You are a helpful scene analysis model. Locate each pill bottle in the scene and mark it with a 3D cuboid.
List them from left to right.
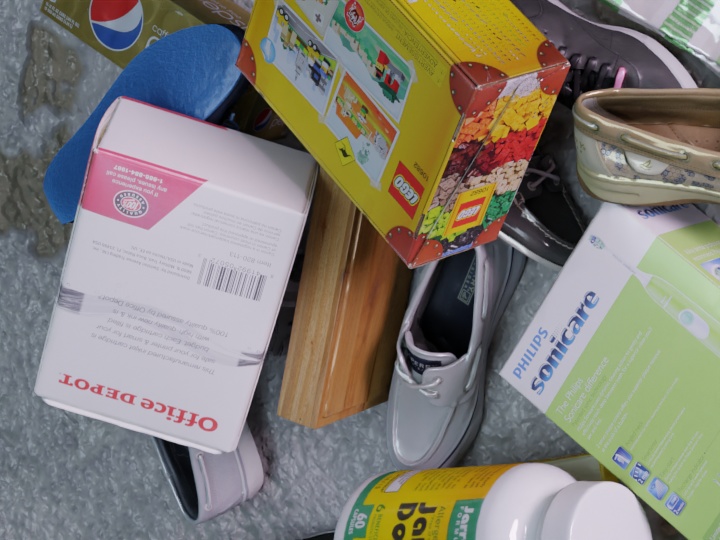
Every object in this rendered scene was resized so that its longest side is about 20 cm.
[{"bbox_3d":[0.086,0.182,1.499,0.199,0.112,0.114,-8,94,45],"label":"pill bottle"}]

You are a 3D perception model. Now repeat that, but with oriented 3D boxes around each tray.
[{"bbox_3d":[0.000,0.000,1.576,0.037,0.098,0.201,18,108,27],"label":"tray"}]

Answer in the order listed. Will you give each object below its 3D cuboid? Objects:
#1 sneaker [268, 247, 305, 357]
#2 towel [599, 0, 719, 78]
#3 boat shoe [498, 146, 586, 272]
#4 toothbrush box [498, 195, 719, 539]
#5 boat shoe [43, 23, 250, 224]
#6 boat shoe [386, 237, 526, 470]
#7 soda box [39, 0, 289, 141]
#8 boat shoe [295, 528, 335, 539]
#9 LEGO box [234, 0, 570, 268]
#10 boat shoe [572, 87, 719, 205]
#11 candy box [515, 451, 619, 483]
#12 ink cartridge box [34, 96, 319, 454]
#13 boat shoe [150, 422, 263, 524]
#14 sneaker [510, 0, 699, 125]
[{"bbox_3d":[-0.124,-0.001,1.672,0.199,0.075,0.082,28,119,31],"label":"sneaker"},{"bbox_3d":[0.215,-0.209,1.445,0.200,0.023,0.153,36,115,23],"label":"towel"},{"bbox_3d":[0.085,-0.082,1.526,0.200,0.067,0.057,48,124,21],"label":"boat shoe"},{"bbox_3d":[0.210,0.064,1.457,0.200,0.086,0.146,40,117,21],"label":"toothbrush box"},{"bbox_3d":[-0.138,-0.105,1.594,0.200,0.068,0.085,-32,72,32],"label":"boat shoe"},{"bbox_3d":[0.050,0.053,1.572,0.073,0.065,0.201,23,110,28],"label":"boat shoe"},{"bbox_3d":[-0.130,-0.168,1.654,0.200,0.064,0.068,35,116,23],"label":"soda box"},{"bbox_3d":[-0.049,0.227,1.667,0.199,0.064,0.071,-14,90,34],"label":"boat shoe"},{"bbox_3d":[0.021,-0.127,1.441,0.200,0.077,0.149,50,139,28],"label":"LEGO box"},{"bbox_3d":[0.226,-0.078,1.399,0.198,0.074,0.063,-3,134,11],"label":"boat shoe"},{"bbox_3d":[0.144,0.225,1.563,0.102,0.026,0.201,-12,92,36],"label":"candy box"},{"bbox_3d":[-0.124,0.005,1.549,0.146,0.083,0.201,17,121,-3],"label":"ink cartridge box"},{"bbox_3d":[-0.137,0.088,1.667,0.072,0.068,0.201,9,124,48],"label":"boat shoe"},{"bbox_3d":[0.119,-0.127,1.470,0.200,0.099,0.071,36,125,25],"label":"sneaker"}]
